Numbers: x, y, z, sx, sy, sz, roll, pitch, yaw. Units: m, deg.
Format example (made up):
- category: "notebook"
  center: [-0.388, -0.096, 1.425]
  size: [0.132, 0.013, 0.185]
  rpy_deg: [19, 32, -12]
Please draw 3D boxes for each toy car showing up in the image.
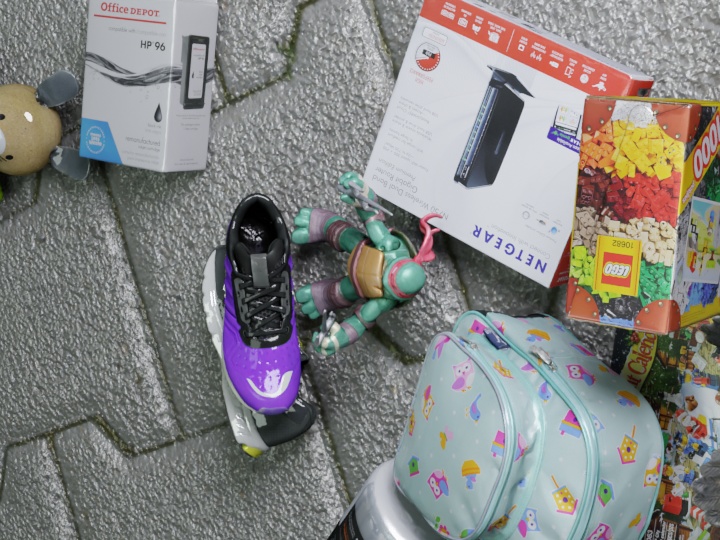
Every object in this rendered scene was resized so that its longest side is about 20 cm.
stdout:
- category: "toy car"
  center: [-0.367, -0.139, 1.377]
  size: [0.197, 0.158, 0.167]
  rpy_deg: [-1, 107, 21]

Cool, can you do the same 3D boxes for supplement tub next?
- category: "supplement tub"
  center: [0.020, 0.267, 1.164]
  size: [0.123, 0.122, 0.201]
  rpy_deg: [46, 126, 20]

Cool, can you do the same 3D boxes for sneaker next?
- category: "sneaker"
  center: [-0.092, 0.069, 1.267]
  size: [0.083, 0.074, 0.203]
  rpy_deg: [-15, 78, 5]
- category: "sneaker"
  center: [-0.090, 0.023, 1.190]
  size: [0.100, 0.068, 0.203]
  rpy_deg: [105, 159, -64]

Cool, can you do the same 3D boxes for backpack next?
- category: "backpack"
  center: [0.128, 0.140, 1.042]
  size: [0.200, 0.152, 0.178]
  rpy_deg: [37, 116, 44]

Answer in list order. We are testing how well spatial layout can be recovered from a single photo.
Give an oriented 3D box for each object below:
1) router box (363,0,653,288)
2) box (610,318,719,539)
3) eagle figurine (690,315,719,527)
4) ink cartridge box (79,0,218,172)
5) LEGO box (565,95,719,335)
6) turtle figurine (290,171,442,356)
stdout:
- category: "router box"
  center: [0.116, -0.111, 1.111]
  size: [0.199, 0.049, 0.182]
  rpy_deg: [29, 110, 27]
- category: "box"
  center: [0.257, 0.127, 1.052]
  size: [0.135, 0.038, 0.203]
  rpy_deg: [12, 102, 32]
- category: "eagle figurine"
  center: [0.338, 0.113, 0.931]
  size: [0.152, 0.197, 0.154]
  rpy_deg: [104, 165, -57]
- category: "ink cartridge box"
  center: [-0.203, -0.203, 1.299]
  size: [0.115, 0.068, 0.203]
  rpy_deg: [11, 101, 31]
- category: "LEGO box"
  center: [0.224, -0.045, 0.958]
  size: [0.076, 0.199, 0.151]
  rpy_deg: [9, 101, 32]
- category: "turtle figurine"
  center: [0.000, 0.000, 1.139]
  size: [0.200, 0.099, 0.152]
  rpy_deg: [-170, 93, -67]
